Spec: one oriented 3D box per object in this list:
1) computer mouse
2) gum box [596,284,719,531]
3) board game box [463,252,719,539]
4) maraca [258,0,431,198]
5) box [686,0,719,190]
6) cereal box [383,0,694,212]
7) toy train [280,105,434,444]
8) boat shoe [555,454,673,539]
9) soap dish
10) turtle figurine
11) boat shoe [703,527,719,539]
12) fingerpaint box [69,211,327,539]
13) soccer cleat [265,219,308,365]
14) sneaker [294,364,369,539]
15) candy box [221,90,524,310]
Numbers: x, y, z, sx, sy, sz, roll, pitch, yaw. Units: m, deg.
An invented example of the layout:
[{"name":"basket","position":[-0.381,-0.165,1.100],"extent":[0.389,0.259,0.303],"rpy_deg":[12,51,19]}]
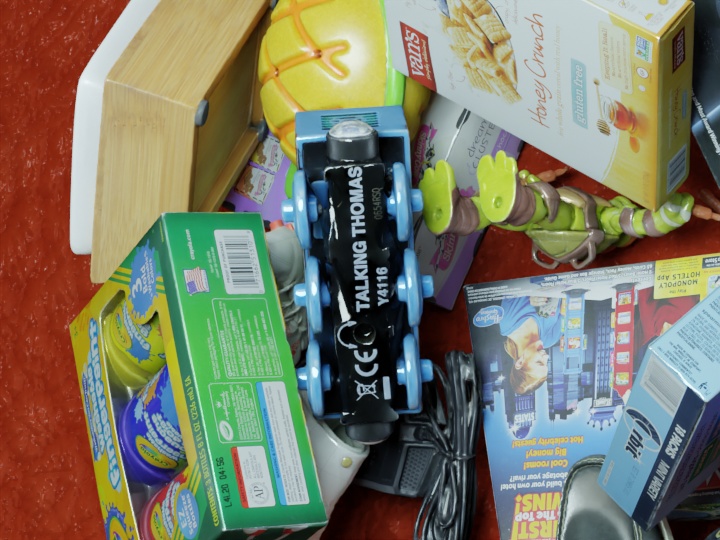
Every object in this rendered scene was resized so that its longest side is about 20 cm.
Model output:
[{"name":"computer mouse","position":[0.020,0.107,1.465],"extent":[0.199,0.052,0.140],"rpy_deg":[13,99,53]},{"name":"gum box","position":[0.220,0.032,1.210],"extent":[0.200,0.170,0.045],"rpy_deg":[-38,70,-21]},{"name":"board game box","position":[0.152,0.101,1.368],"extent":[0.199,0.062,0.202],"rpy_deg":[-7,72,37]},{"name":"maraca","position":[-0.012,-0.105,1.449],"extent":[0.137,0.106,0.202],"rpy_deg":[37,124,57]},{"name":"box","position":[0.241,-0.162,1.273],"extent":[0.163,0.201,0.086],"rpy_deg":[-22,19,17]},{"name":"cereal box","position":[0.097,-0.132,1.286],"extent":[0.199,0.144,0.040],"rpy_deg":[30,61,28]},{"name":"toy train","position":[0.000,0.000,1.364],"extent":[0.086,0.114,0.202],"rpy_deg":[-4,110,1]},{"name":"boat shoe","position":[0.136,0.196,1.257],"extent":[0.071,0.068,0.202],"rpy_deg":[-10,68,28]},{"name":"soap dish","position":[-0.116,-0.105,1.460],"extent":[0.081,0.200,0.158],"rpy_deg":[16,129,9]},{"name":"turtle figurine","position":[0.114,-0.034,1.388],"extent":[0.199,0.160,0.065],"rpy_deg":[13,94,50]},{"name":"boat shoe","position":[0.194,0.186,1.307],"extent":[0.199,0.071,0.092],"rpy_deg":[4,75,34]},{"name":"fingerpaint box","position":[-0.105,0.090,1.381],"extent":[0.167,0.073,0.202],"rpy_deg":[-43,53,53]},{"name":"soccer cleat","position":[-0.060,0.025,1.501],"extent":[0.069,0.200,0.078],"rpy_deg":[-17,75,-8]},{"name":"sneaker","position":[-0.055,0.103,1.478],"extent":[0.116,0.073,0.200],"rpy_deg":[-57,35,10]},{"name":"candy box","position":[0.008,-0.088,1.540],"extent":[0.199,0.071,0.169],"rpy_deg":[26,92,42]}]
